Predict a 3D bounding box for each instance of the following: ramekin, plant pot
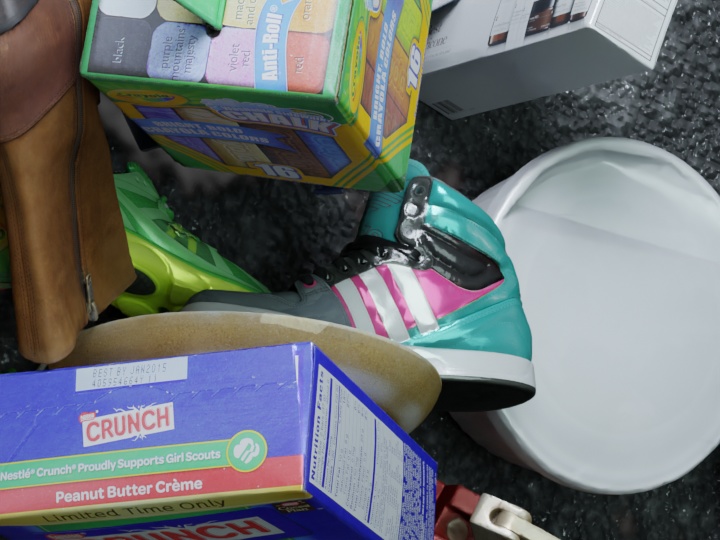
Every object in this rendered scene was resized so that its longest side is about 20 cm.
[{"bbox_3d":[0.126,0.027,1.333,0.202,0.094,0.203,2,85,-29],"label":"ramekin"},{"bbox_3d":[-0.059,0.066,1.165,0.200,0.200,0.028,13,67,-28],"label":"plant pot"}]

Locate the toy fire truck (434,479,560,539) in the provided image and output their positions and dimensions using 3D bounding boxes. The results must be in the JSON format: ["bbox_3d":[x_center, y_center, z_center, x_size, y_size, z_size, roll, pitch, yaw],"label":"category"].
[{"bbox_3d":[0.071,0.147,1.265,0.200,0.141,0.049,35,70,-22],"label":"toy fire truck"}]

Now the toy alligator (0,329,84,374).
[{"bbox_3d":[-0.203,0.081,1.166,0.200,0.054,0.059,-32,102,-27],"label":"toy alligator"}]

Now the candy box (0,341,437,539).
[{"bbox_3d":[-0.069,0.105,1.122,0.200,0.169,0.077,48,40,-61],"label":"candy box"}]

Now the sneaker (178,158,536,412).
[{"bbox_3d":[0.000,0.000,1.194,0.199,0.084,0.121,10,67,-25],"label":"sneaker"}]

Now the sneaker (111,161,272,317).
[{"bbox_3d":[-0.110,-0.013,1.211,0.200,0.074,0.084,33,42,-37],"label":"sneaker"}]

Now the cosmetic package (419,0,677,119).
[{"bbox_3d":[0.097,-0.142,1.271,0.051,0.200,0.083,31,71,-24],"label":"cosmetic package"}]

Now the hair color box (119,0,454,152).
[{"bbox_3d":[-0.051,-0.153,1.269,0.200,0.060,0.100,-31,101,-28],"label":"hair color box"}]

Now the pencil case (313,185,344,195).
[{"bbox_3d":[-0.011,-0.144,1.209,0.087,0.078,0.201,11,81,0],"label":"pencil case"}]

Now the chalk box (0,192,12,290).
[{"bbox_3d":[-0.241,-0.042,1.116,0.124,0.124,0.201,-1,86,-29],"label":"chalk box"}]

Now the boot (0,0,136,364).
[{"bbox_3d":[-0.127,-0.082,1.096,0.188,0.068,0.201,-63,145,-58],"label":"boot"}]

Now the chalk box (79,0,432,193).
[{"bbox_3d":[-0.046,-0.125,1.066,0.123,0.200,0.125,7,79,13],"label":"chalk box"}]
